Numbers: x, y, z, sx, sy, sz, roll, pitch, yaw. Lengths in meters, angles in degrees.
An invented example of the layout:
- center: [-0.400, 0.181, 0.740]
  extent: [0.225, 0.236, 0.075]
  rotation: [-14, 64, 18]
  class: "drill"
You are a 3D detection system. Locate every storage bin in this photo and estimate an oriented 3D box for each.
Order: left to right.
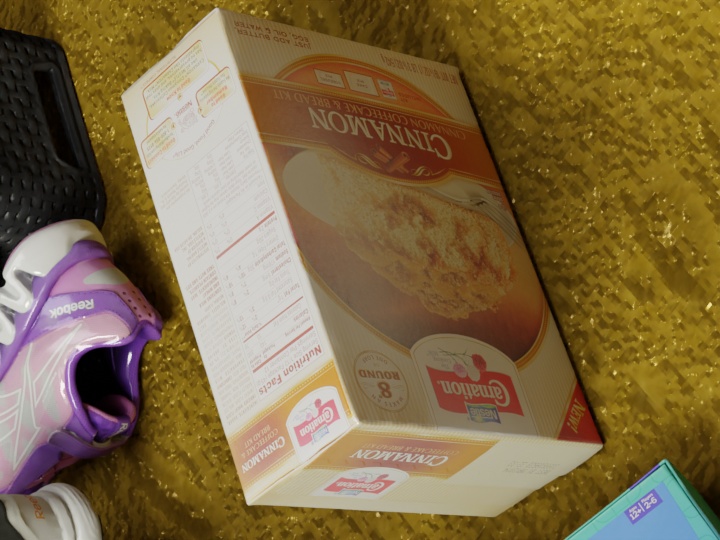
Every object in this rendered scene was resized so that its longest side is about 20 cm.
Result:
- center: [-0.248, -0.037, 1.268]
  extent: [0.200, 0.094, 0.135]
  rotation: [-38, 58, 35]
  class: "storage bin"

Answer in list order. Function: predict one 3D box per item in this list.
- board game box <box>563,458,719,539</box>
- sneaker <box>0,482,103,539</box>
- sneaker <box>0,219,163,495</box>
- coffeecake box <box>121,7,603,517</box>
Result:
- center: [0.118, 0.196, 0.868]
  extent: [0.152, 0.045, 0.200]
  rotation: [-39, 56, 7]
  class: "board game box"
- center: [-0.195, 0.194, 1.098]
  extent: [0.074, 0.080, 0.200]
  rotation: [26, 103, 42]
  class: "sneaker"
- center: [-0.163, 0.077, 1.183]
  extent: [0.088, 0.080, 0.200]
  rotation: [34, 112, 22]
  class: "sneaker"
- center: [0.000, 0.000, 0.975]
  extent: [0.073, 0.153, 0.200]
  rotation: [-38, 59, 34]
  class: "coffeecake box"
